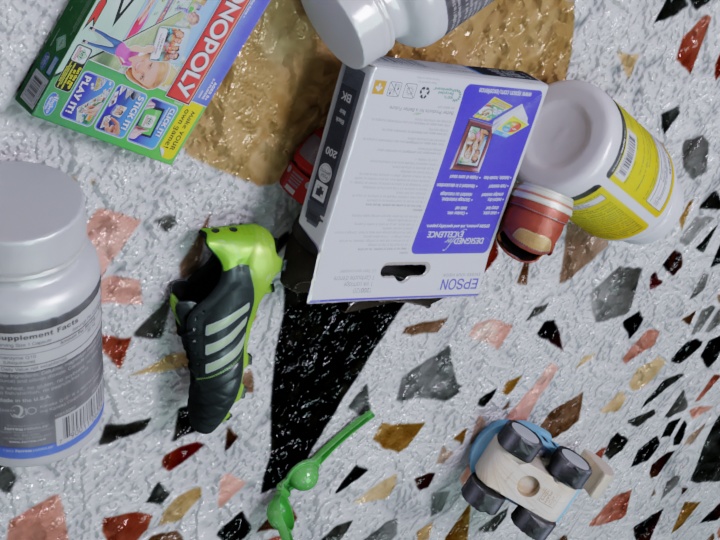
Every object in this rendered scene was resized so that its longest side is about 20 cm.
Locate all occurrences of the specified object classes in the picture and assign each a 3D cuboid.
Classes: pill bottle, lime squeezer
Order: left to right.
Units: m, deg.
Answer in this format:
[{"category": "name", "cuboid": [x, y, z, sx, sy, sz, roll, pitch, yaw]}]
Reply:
[{"category": "pill bottle", "cuboid": [-0.239, 0.031, 1.002, 0.113, 0.114, 0.201, -21, 135, -31]}, {"category": "lime squeezer", "cuboid": [-0.053, 0.218, 1.393, 0.038, 0.070, 0.201, 44, 58, -37]}, {"category": "pill bottle", "cuboid": [0.055, -0.236, 1.056, 0.200, 0.111, 0.111, -36, 141, -15]}, {"category": "pill bottle", "cuboid": [0.230, -0.094, 1.350, 0.113, 0.112, 0.200, -53, 142, 7]}]

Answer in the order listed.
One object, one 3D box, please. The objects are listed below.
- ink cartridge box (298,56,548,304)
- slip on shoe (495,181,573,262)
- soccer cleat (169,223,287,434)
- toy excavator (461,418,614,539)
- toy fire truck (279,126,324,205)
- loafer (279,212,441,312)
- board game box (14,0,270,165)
[{"category": "ink cartridge box", "cuboid": [0.046, -0.072, 1.165, 0.197, 0.043, 0.201, -1, 115, -41]}, {"category": "slip on shoe", "cuboid": [0.147, -0.039, 1.292, 0.200, 0.074, 0.061, 158, -48, -87]}, {"category": "soccer cleat", "cuboid": [-0.125, 0.048, 1.179, 0.081, 0.068, 0.201, 5, 119, -26]}, {"category": "toy excavator", "cuboid": [0.214, 0.225, 1.633, 0.194, 0.200, 0.100, 30, 106, -7]}, {"category": "toy fire truck", "cuboid": [0.036, -0.098, 1.209, 0.200, 0.049, 0.141, 16, 110, -48]}, {"category": "loafer", "cuboid": [0.000, 0.000, 1.254, 0.200, 0.073, 0.071, 18, 119, -45]}, {"category": "board game box", "cuboid": [-0.135, -0.179, 0.989, 0.134, 0.029, 0.200, 18, 109, -49]}]
